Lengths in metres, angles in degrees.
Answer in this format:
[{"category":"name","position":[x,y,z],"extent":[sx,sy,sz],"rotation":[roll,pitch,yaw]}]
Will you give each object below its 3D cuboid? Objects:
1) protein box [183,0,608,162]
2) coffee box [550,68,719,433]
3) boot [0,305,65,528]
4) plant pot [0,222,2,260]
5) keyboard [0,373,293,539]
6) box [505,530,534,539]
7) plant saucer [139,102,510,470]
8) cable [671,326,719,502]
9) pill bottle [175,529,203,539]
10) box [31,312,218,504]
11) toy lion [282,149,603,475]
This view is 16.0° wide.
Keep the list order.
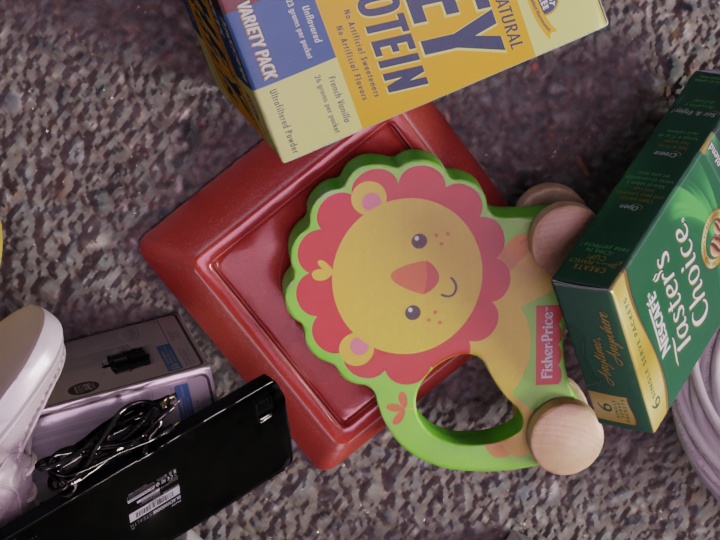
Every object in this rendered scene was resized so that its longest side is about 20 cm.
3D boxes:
[{"category":"protein box","position":[0.003,-0.178,1.441],"extent":[0.198,0.200,0.135],"rotation":[-23,109,-6]},{"category":"coffee box","position":[0.190,-0.012,1.544],"extent":[0.200,0.044,0.123],"rotation":[-52,138,-35]},{"category":"boot","position":[-0.205,0.120,1.433],"extent":[0.095,0.074,0.200],"rotation":[34,96,-31]},{"category":"plant pot","position":[-0.287,-0.021,1.439],"extent":[0.142,0.200,0.200],"rotation":[22,101,-44]},{"category":"keyboard","position":[-0.128,0.113,1.445],"extent":[0.200,0.040,0.104],"rotation":[-30,136,-29]},{"category":"box","position":[0.100,0.289,1.645],"extent":[0.101,0.113,0.200],"rotation":[29,98,-21]},{"category":"plant saucer","position":[0.000,0.000,1.580],"extent":[0.199,0.037,0.200],"rotation":[-38,111,-1]},{"category":"cable","position":[0.294,0.074,1.600],"extent":[0.200,0.069,0.200],"rotation":[36,79,23]},{"category":"pill bottle","position":[-0.076,0.253,1.590],"extent":[0.120,0.120,0.200],"rotation":[-43,110,1]},{"category":"box","position":[-0.188,0.092,1.518],"extent":[0.199,0.117,0.060],"rotation":[-14,109,-8]},{"category":"toy lion","position":[0.049,0.026,1.552],"extent":[0.191,0.069,0.201],"rotation":[-3,107,-5]}]
